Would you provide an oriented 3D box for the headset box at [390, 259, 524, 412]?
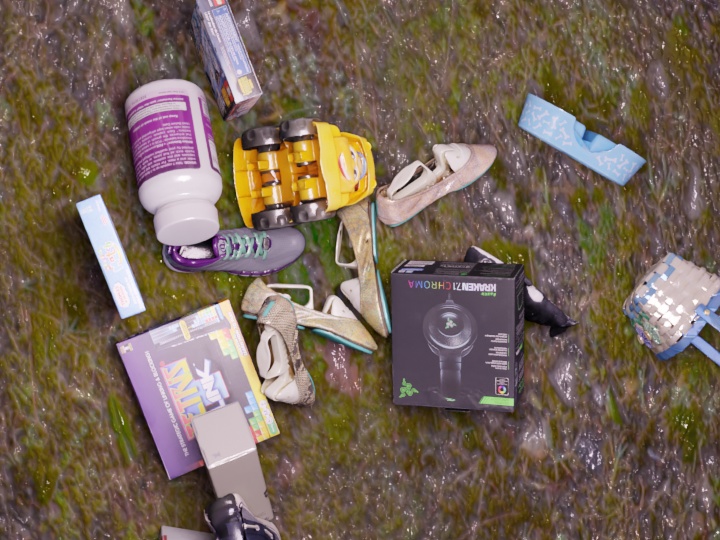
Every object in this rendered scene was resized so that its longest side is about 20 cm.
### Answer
[{"bbox_3d":[0.134,0.094,1.634,0.173,0.093,0.201,3,104,16],"label":"headset box"}]

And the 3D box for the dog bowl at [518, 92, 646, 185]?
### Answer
[{"bbox_3d":[0.314,-0.186,1.715,0.199,0.112,0.050,29,99,-11],"label":"dog bowl"}]

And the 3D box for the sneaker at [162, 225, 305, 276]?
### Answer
[{"bbox_3d":[-0.168,-0.025,1.624,0.199,0.088,0.075,-7,92,-11],"label":"sneaker"}]

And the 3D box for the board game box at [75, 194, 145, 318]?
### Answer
[{"bbox_3d":[-0.320,-0.017,1.536,0.036,0.200,0.152,-22,94,-9],"label":"board game box"}]

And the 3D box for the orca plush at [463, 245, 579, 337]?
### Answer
[{"bbox_3d":[0.215,0.049,1.700,0.200,0.105,0.071,38,81,-33],"label":"orca plush"}]

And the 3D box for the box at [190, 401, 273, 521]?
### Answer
[{"bbox_3d":[-0.167,0.264,1.569,0.068,0.201,0.082,-19,55,-11],"label":"box"}]

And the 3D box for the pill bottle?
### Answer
[{"bbox_3d":[-0.243,-0.140,1.567,0.111,0.112,0.201,-8,69,-11],"label":"pill bottle"}]

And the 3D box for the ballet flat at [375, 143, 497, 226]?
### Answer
[{"bbox_3d":[0.106,-0.137,1.683,0.199,0.068,0.067,-35,130,-10],"label":"ballet flat"}]

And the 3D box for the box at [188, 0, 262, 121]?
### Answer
[{"bbox_3d":[-0.180,-0.276,1.564,0.040,0.200,0.138,-21,95,-10],"label":"box"}]

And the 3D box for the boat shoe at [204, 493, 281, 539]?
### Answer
[{"bbox_3d":[-0.145,0.374,1.572,0.074,0.200,0.093,-28,55,2],"label":"boat shoe"}]

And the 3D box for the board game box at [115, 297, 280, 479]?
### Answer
[{"bbox_3d":[-0.222,0.160,1.630,0.164,0.057,0.201,-22,94,-12],"label":"board game box"}]

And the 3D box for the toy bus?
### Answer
[{"bbox_3d":[-0.047,-0.131,1.599,0.191,0.199,0.137,-7,91,-38],"label":"toy bus"}]

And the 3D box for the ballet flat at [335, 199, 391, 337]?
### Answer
[{"bbox_3d":[0.000,0.000,1.656,0.070,0.071,0.201,-5,74,-11],"label":"ballet flat"}]

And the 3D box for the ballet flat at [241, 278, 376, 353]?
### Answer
[{"bbox_3d":[-0.064,0.059,1.649,0.199,0.071,0.071,17,87,-9],"label":"ballet flat"}]

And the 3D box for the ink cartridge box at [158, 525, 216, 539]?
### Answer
[{"bbox_3d":[-0.244,0.457,1.581,0.083,0.144,0.201,11,88,-10],"label":"ink cartridge box"}]

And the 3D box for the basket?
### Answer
[{"bbox_3d":[0.483,0.077,1.717,0.199,0.176,0.139,35,82,10],"label":"basket"}]

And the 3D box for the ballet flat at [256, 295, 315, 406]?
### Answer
[{"bbox_3d":[-0.110,0.126,1.603,0.075,0.067,0.201,-53,145,-42],"label":"ballet flat"}]
